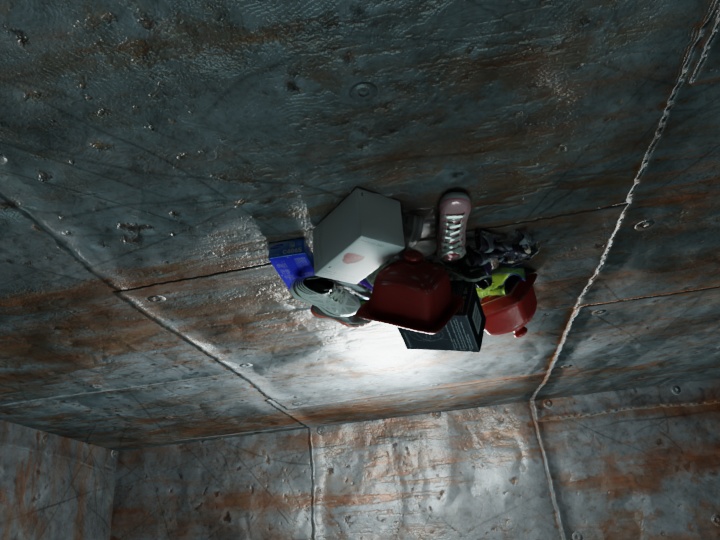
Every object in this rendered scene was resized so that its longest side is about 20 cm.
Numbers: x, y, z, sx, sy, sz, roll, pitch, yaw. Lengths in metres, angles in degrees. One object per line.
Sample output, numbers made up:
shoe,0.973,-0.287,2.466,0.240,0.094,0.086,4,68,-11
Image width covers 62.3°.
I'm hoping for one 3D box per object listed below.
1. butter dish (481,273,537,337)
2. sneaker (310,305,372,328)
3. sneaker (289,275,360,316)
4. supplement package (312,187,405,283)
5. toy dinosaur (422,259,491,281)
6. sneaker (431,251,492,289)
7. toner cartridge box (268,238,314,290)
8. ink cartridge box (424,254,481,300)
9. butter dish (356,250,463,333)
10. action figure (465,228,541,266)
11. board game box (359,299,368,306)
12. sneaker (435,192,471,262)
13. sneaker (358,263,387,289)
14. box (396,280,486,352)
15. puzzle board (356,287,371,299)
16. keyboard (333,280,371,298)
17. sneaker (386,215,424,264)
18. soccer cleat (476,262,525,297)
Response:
butter dish,0.430,0.123,1.711,0.198,0.149,0.199,-27,-172,37
sneaker,-0.046,0.111,1.745,0.195,0.078,0.083,5,137,-9
sneaker,-0.071,0.066,1.498,0.197,0.077,0.115,19,164,-24
supplement package,-0.009,-0.071,1.325,0.119,0.122,0.199,12,149,-31
toy dinosaur,0.202,0.003,1.405,0.196,0.048,0.088,14,172,-3
sneaker,0.273,-0.001,1.565,0.196,0.089,0.076,10,151,-28
toner cartridge box,-0.161,-0.012,1.509,0.093,0.044,0.201,-9,155,5
ink cartridge box,0.198,0.064,1.566,0.199,0.086,0.145,41,142,-22
butter dish,0.112,0.030,1.295,0.196,0.151,0.199,11,-155,26
action figure,0.366,-0.054,1.504,0.196,0.071,0.131,3,147,-26
board game box,0.074,0.094,1.646,0.132,0.030,0.198,-2,179,35
sneaker,0.213,-0.088,1.354,0.074,0.107,0.201,-1,154,-1
sneaker,0.000,-0.001,1.493,0.198,0.070,0.099,31,161,-7
box,0.193,0.113,1.465,0.196,0.108,0.150,-1,138,26
puzzle board,0.066,0.080,1.777,0.148,0.018,0.200,6,152,-23
keyboard,-0.007,0.052,1.591,0.055,0.011,0.200,9,169,25
sneaker,0.088,-0.076,1.418,0.080,0.076,0.201,15,146,-5
soccer cleat,0.364,0.042,1.645,0.198,0.085,0.064,-33,146,24
